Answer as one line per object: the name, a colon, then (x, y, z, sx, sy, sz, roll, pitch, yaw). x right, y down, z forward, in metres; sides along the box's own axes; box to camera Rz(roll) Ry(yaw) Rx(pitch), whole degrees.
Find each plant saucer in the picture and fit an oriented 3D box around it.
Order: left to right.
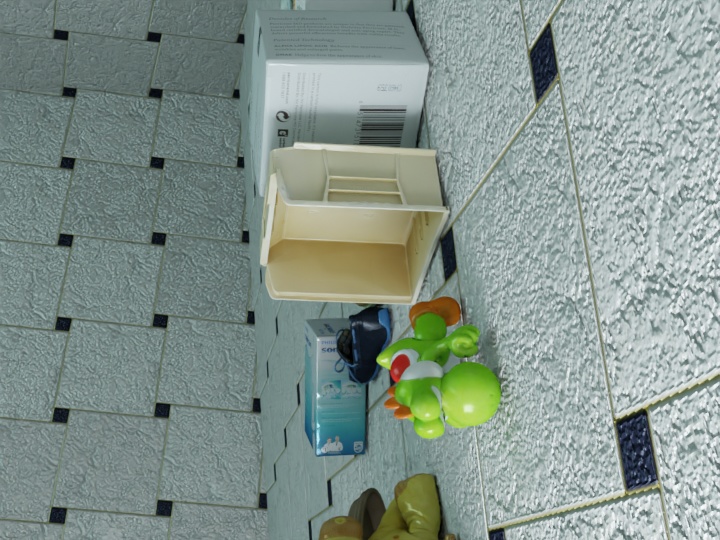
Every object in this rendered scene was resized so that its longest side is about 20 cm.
plant saucer: (0.012, 0.395, 1.341, 0.200, 0.029, 0.201, -7, -90, -78)

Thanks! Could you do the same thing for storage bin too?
storage bin: (-0.016, -0.052, 1.196, 0.200, 0.198, 0.094, 105, 164, -56)

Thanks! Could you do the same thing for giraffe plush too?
giraffe plush: (0.014, 0.343, 1.169, 0.200, 0.162, 0.173, -120, 30, -69)

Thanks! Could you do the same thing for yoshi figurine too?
yoshi figurine: (0.092, 0.104, 1.004, 0.112, 0.112, 0.200, -44, 14, 18)

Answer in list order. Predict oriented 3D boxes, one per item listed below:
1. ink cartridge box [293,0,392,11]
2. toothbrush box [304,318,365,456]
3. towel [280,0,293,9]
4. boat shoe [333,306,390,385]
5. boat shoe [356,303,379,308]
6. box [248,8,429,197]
ink cartridge box: (-0.029, -0.341, 1.407, 0.129, 0.125, 0.201, -116, 26, -65)
toothbrush box: (-0.044, 0.189, 1.649, 0.146, 0.085, 0.201, -146, 55, -77)
towel: (-0.149, -0.579, 2.193, 0.171, 0.048, 0.201, -109, 21, -56)
boat shoe: (-0.005, 0.105, 1.484, 0.200, 0.068, 0.084, 104, 162, -53)
boat shoe: (0.000, 0.000, 1.427, 0.200, 0.076, 0.072, 111, 155, -63)
box: (-0.033, -0.209, 1.255, 0.131, 0.199, 0.199, -104, 17, -47)
